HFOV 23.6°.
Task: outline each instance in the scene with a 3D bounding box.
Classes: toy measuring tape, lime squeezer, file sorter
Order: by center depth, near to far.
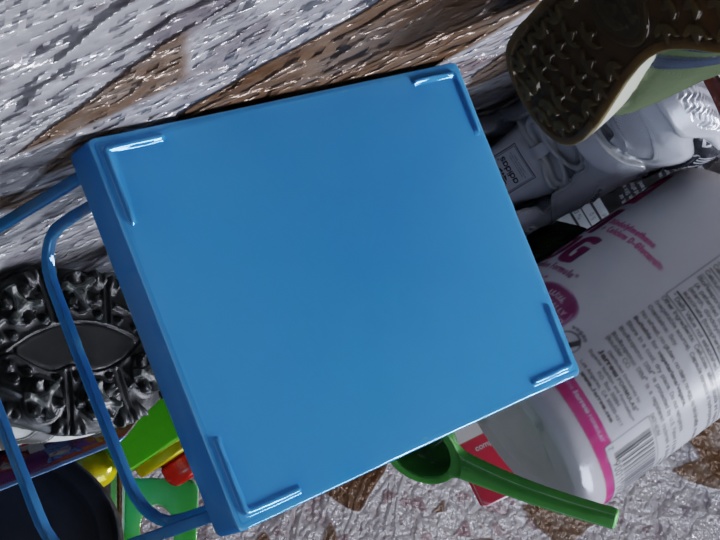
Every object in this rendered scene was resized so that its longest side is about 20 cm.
[{"bbox_3d":[-0.039,0.018,0.678,0.123,0.139,0.200,-25,175,43],"label":"file sorter"},{"bbox_3d":[0.030,0.071,0.804,0.071,0.200,0.038,0,119,-39],"label":"lime squeezer"},{"bbox_3d":[-0.068,0.056,0.913,0.200,0.074,0.074,-32,177,-18],"label":"toy measuring tape"}]

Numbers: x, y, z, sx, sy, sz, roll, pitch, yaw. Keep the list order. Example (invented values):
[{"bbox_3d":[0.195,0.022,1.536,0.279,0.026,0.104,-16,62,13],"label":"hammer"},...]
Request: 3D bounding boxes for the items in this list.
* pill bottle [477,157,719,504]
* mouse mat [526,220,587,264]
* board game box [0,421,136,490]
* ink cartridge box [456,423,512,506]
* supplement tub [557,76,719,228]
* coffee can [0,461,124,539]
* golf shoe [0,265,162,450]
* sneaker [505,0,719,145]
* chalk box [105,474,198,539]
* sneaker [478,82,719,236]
[{"bbox_3d":[0.151,0.021,0.853,0.200,0.113,0.113,-34,177,-15],"label":"pill bottle"},{"bbox_3d":[0.000,0.000,0.892,0.200,0.008,0.161,-24,-154,-36],"label":"mouse mat"},{"bbox_3d":[-0.207,0.069,0.832,0.200,0.039,0.158,-21,-160,-22],"label":"board game box"},{"bbox_3d":[0.081,0.052,1.190,0.086,0.200,0.148,-25,175,7],"label":"ink cartridge box"},{"bbox_3d":[0.136,-0.033,1.008,0.200,0.107,0.107,-31,174,8],"label":"supplement tub"},{"bbox_3d":[-0.193,0.206,0.875,0.146,0.146,0.200,-21,137,-29],"label":"coffee can"},{"bbox_3d":[-0.176,0.048,0.751,0.200,0.078,0.094,-7,171,-42],"label":"golf shoe"},{"bbox_3d":[0.128,-0.109,0.595,0.090,0.067,0.200,-30,178,-24],"label":"sneaker"},{"bbox_3d":[-0.199,0.156,1.039,0.200,0.125,0.124,2,170,-9],"label":"chalk box"},{"bbox_3d":[0.104,-0.062,0.839,0.115,0.075,0.200,-27,178,0],"label":"sneaker"}]
